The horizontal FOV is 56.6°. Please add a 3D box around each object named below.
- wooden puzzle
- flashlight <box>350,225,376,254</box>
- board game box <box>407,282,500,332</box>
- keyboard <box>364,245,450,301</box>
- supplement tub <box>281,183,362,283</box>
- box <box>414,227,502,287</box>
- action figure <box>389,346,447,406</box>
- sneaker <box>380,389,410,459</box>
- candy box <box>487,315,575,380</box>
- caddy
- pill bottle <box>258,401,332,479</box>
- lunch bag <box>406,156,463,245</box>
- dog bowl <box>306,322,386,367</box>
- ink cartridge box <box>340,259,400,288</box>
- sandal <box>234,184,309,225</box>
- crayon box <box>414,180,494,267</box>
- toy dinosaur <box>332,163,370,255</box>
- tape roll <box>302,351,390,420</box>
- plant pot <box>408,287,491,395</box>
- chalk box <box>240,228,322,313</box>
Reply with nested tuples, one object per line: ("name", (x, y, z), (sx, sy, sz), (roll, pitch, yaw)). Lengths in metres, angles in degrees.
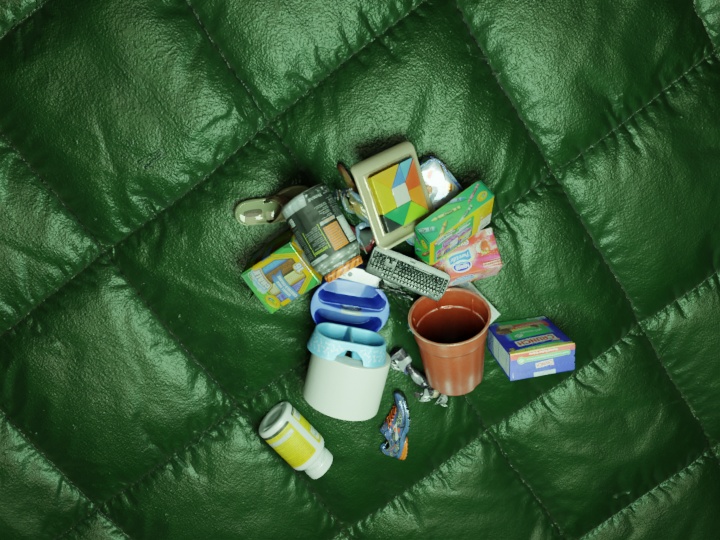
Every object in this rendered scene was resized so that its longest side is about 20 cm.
("wooden puzzle", (0.083, -0.173, 1.518), (0.183, 0.037, 0.203), (-29, 102, -30))
("flashlight", (-0.031, -0.099, 1.624), (0.197, 0.068, 0.069), (24, 104, -14))
("board game box", (0.242, 0.127, 1.739), (0.200, 0.040, 0.153), (-44, 107, 7))
("keyboard", (0.106, 0.024, 1.569), (0.196, 0.040, 0.106), (21, 112, -1))
("supplement tub", (-0.083, -0.083, 1.515), (0.121, 0.123, 0.203), (-29, 91, 3))
("box", (0.239, -0.023, 1.647), (0.196, 0.096, 0.102), (-14, 76, -2))
("action figure", (0.153, 0.283, 1.737), (0.200, 0.130, 0.070), (43, 94, -1))
("sneaker", (0.092, 0.418, 1.795), (0.077, 0.075, 0.205), (1, 105, -4))
("candy box", (0.427, 0.193, 1.697), (0.165, 0.200, 0.079), (-8, 108, -4))
("caddy", (-0.027, 0.087, 1.660), (0.195, 0.105, 0.144), (9, 107, -9))
("pill bottle", (-0.165, 0.450, 1.752), (0.111, 0.112, 0.201), (-39, 107, 6))
("lunch bag", (0.150, -0.174, 1.620), (0.199, 0.076, 0.161), (-42, 103, 7))
("dog bowl", (-0.028, 0.175, 1.600), (0.196, 0.112, 0.051), (11, 110, -11))
("ink cartridge box", (0.000, 0.000, 1.641), (0.196, 0.100, 0.040), (16, 105, -10))
("sandal", (-0.203, -0.145, 1.594), (0.197, 0.057, 0.081), (-16, 108, -2))
("crayon box", (0.218, -0.107, 1.562), (0.198, 0.119, 0.058), (-36, 65, -13))
("toy dinosaur", (0.025, -0.143, 1.575), (0.179, 0.104, 0.204), (24, 61, -32))
("tape roll", (-0.034, 0.260, 1.663), (0.198, 0.203, 0.142), (11, 106, -10))
("plant pot", (0.222, 0.183, 1.629), (0.196, 0.202, 0.198), (-12, 127, -3))
("chalk box", (-0.196, 0.004, 1.594), (0.198, 0.125, 0.125), (-30, 109, 18))
